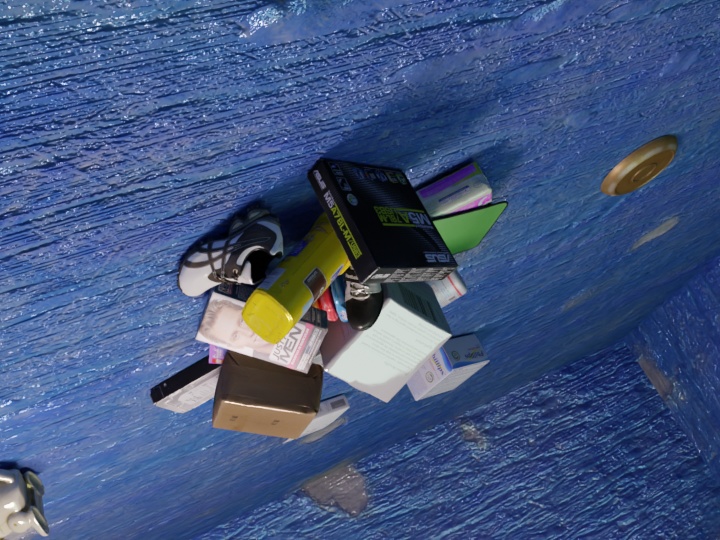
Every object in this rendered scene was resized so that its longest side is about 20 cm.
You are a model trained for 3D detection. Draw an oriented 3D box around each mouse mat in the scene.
[{"bbox_3d":[0.164,-0.062,1.358,0.199,0.008,0.161,-15,155,-26],"label":"mouse mat"}]

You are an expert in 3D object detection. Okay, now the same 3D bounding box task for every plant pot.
[{"bbox_3d":[0.650,-0.234,1.717,0.199,0.028,0.200,-25,157,-11],"label":"plant pot"}]

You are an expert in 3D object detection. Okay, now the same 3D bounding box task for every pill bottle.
[{"bbox_3d":[0.119,0.050,1.587,0.199,0.109,0.109,-32,158,9],"label":"pill bottle"}]

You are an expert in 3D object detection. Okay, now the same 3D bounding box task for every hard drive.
[{"bbox_3d":[-0.321,0.228,1.545,0.199,0.038,0.140,-29,157,2],"label":"hard drive"}]

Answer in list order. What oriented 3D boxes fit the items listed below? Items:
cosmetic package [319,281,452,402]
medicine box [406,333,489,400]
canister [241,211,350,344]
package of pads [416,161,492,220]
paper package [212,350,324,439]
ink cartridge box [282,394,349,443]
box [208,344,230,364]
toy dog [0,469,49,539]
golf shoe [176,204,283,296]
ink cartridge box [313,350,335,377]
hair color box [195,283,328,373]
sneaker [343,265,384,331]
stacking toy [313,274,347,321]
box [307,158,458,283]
[{"bbox_3d":[0.038,0.109,1.433,0.164,0.165,0.200,32,112,-28],"label":"cosmetic package"},{"bbox_3d":[0.264,0.299,2.302,0.181,0.103,0.200,-6,148,-43],"label":"medicine box"},{"bbox_3d":[-0.088,0.008,1.157,0.200,0.086,0.149,-50,-179,-31],"label":"canister"},{"bbox_3d":[0.166,-0.105,1.365,0.154,0.069,0.200,-27,159,-1],"label":"package of pads"},{"bbox_3d":[-0.184,0.243,1.433,0.189,0.104,0.200,11,153,-11],"label":"paper package"},{"bbox_3d":[-0.142,0.446,2.227,0.159,0.048,0.200,-13,159,-34],"label":"ink cartridge box"},{"bbox_3d":[-0.208,0.129,1.369,0.136,0.039,0.200,7,153,-9],"label":"box"},{"bbox_3d":[-0.751,0.492,1.476,0.199,0.140,0.194,-25,145,-10],"label":"toy dog"},{"bbox_3d":[-0.196,-0.007,1.106,0.200,0.095,0.078,-38,149,22],"label":"golf shoe"},{"bbox_3d":[-0.041,0.151,1.647,0.145,0.084,0.200,-31,158,3],"label":"ink cartridge box"},{"bbox_3d":[-0.163,0.091,1.237,0.199,0.061,0.100,19,115,-14],"label":"hair color box"},{"bbox_3d":[0.000,0.000,1.273,0.074,0.202,0.088,1,164,25],"label":"sneaker"},{"bbox_3d":[-0.124,0.053,1.349,0.198,0.110,0.116,-13,155,1],"label":"stacking toy"},{"bbox_3d":[0.036,-0.072,1.114,0.199,0.194,0.048,0,144,-48],"label":"box"}]
